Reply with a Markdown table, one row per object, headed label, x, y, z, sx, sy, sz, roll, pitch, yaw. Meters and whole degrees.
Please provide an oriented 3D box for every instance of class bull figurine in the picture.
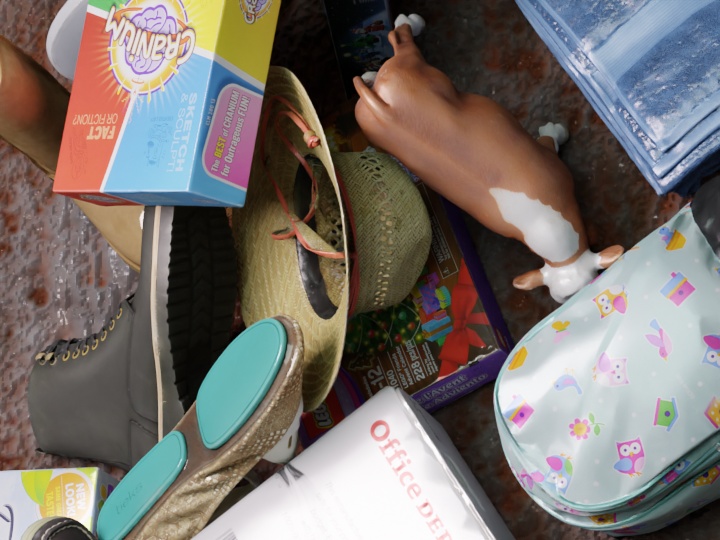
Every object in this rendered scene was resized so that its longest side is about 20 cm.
| label | x | y | z | sx | sy | sz | roll | pitch | yaw |
| --- | --- | --- | --- | --- | --- | --- | --- | --- | --- |
| bull figurine | 0.075 | -0.063 | 1.697 | 0.065 | 0.200 | 0.122 | -42 | 22 | 19 |

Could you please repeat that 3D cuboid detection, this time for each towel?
| label | x | y | z | sx | sy | sz | roll | pitch | yaw |
| --- | --- | --- | --- | --- | --- | --- | --- | --- | --- |
| towel | 0.171 | -0.146 | 1.734 | 0.112 | 0.049 | 0.200 | -38 | 60 | 7 |

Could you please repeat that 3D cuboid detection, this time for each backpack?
| label | x | y | z | sx | sy | sz | roll | pitch | yaw |
| --- | --- | --- | --- | --- | --- | --- | --- | --- | --- |
| backpack | 0.169 | 0.057 | 1.616 | 0.200 | 0.127 | 0.167 | -39 | 63 | 11 |

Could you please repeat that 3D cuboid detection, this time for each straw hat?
| label | x | y | z | sx | sy | sz | roll | pitch | yaw |
| --- | --- | --- | --- | --- | --- | --- | --- | --- | --- |
| straw hat | -0.006 | -0.022 | 1.699 | 0.085 | 0.201 | 0.202 | -6 | 61 | -23 |

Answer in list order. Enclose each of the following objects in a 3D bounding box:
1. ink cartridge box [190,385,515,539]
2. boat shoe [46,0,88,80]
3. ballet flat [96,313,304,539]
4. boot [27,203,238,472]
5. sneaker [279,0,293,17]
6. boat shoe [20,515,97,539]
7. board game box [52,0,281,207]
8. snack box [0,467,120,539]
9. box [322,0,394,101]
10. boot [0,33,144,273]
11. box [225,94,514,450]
| label | x | y | z | sx | sy | sz | roll | pitch | yaw |
| --- | --- | --- | --- | --- | --- | --- | --- | --- | --- |
| ink cartridge box | -0.009 | 0.187 | 1.676 | 0.200 | 0.084 | 0.146 | -37 | 61 | 8 |
| boat shoe | -0.126 | -0.203 | 1.893 | 0.200 | 0.071 | 0.070 | -43 | 32 | 10 |
| ballet flat | -0.076 | 0.102 | 1.693 | 0.200 | 0.065 | 0.071 | -47 | 36 | 31 |
| boot | -0.149 | 0.034 | 1.768 | 0.138 | 0.077 | 0.201 | 8 | 104 | 32 |
| sneaker | -0.089 | -0.173 | 1.808 | 0.201 | 0.067 | 0.090 | 109 | 148 | -41 |
| boat shoe | -0.137 | 0.234 | 1.691 | 0.065 | 0.073 | 0.201 | -20 | 94 | 50 |
| board game box | -0.106 | -0.138 | 1.686 | 0.153 | 0.040 | 0.201 | 1 | 79 | 54 |
| snack box | -0.241 | 0.211 | 1.787 | 0.199 | 0.068 | 0.170 | -4 | 69 | 22 |
| box | -0.009 | -0.204 | 1.752 | 0.037 | 0.200 | 0.137 | -10 | 66 | 2 |
| boot | -0.183 | -0.078 | 1.787 | 0.175 | 0.200 | 0.066 | 36 | 86 | 31 |
| box | 0.000 | 0.000 | 1.766 | 0.136 | 0.039 | 0.201 | -29 | 62 | 14 |
